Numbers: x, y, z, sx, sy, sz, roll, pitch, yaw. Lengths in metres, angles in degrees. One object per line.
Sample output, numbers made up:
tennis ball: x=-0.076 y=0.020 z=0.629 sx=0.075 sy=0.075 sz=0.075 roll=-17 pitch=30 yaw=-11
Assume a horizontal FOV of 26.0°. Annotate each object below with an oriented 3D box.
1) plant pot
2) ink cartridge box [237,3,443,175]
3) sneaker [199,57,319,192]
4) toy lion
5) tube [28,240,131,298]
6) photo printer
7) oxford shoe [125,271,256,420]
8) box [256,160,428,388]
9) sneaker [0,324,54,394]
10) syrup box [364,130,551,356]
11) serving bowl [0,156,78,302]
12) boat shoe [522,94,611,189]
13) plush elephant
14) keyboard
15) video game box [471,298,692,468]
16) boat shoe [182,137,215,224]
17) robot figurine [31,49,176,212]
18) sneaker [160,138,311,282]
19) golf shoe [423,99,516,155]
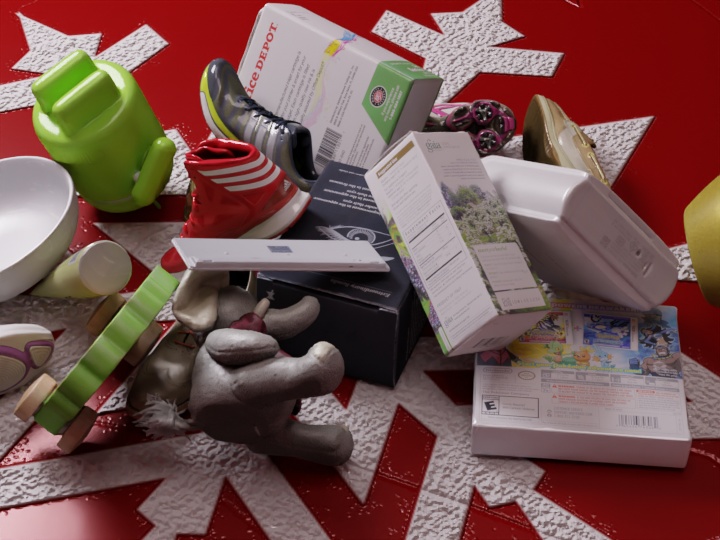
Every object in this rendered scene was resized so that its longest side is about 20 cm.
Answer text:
plant pot: x=0.404 y=-0.030 z=1.545 sx=0.141 sy=0.200 sz=0.200 roll=-16 pitch=36 yaw=21
ink cartridge box: x=-0.032 y=-0.185 z=1.697 sx=0.200 sy=0.145 sz=0.084 roll=30 pitch=20 yaw=21
sneaker: x=-0.097 y=-0.144 z=1.650 sx=0.200 sy=0.081 sz=0.074 roll=58 pitch=28 yaw=5
toy lion: x=-0.221 y=0.064 z=1.395 sx=0.069 sy=0.192 sz=0.200 roll=39 pitch=45 yaw=-6
tube: x=-0.267 y=0.005 z=1.509 sx=0.058 sy=0.200 sz=0.052 roll=25 pitch=77 yaw=-19
photo printer: x=0.193 y=-0.040 z=1.520 sx=0.070 sy=0.166 sz=0.200 roll=-55 pitch=30 yaw=-10
oxford shoe: x=-0.162 y=0.063 z=1.488 sx=0.070 sy=0.075 sz=0.200 roll=18 pitch=44 yaw=18
box: x=0.000 y=0.000 z=1.542 sx=0.147 sy=0.105 sz=0.200 roll=15 pitch=43 yaw=15
sneaker: x=-0.391 y=0.076 z=1.469 sx=0.199 sy=0.075 sz=0.100 roll=-14 pitch=44 yaw=-16
syrup box: x=0.089 y=-0.028 z=1.455 sx=0.079 sy=0.081 sz=0.201 roll=-5 pitch=62 yaw=-44
serving bowl: x=-0.371 y=-0.028 z=1.580 sx=0.199 sy=0.066 sz=0.201 roll=-14 pitch=39 yaw=11
boat shoe: x=0.228 y=-0.122 z=1.721 sx=0.066 sy=0.074 sz=0.200 roll=5 pitch=41 yaw=-15
plush elephant: x=-0.097 y=0.076 z=1.404 sx=0.199 sy=0.165 sz=0.155 roll=-4 pitch=52 yaw=11
keyboard: x=-0.071 y=-0.014 z=1.425 sx=0.199 sy=0.011 sz=0.056 roll=1 pitch=23 yaw=-27
video game box: x=0.204 y=0.101 z=1.475 sx=0.199 sy=0.047 sz=0.183 roll=4 pitch=43 yaw=3
boat shoe: x=-0.143 y=-0.109 z=1.692 sx=0.072 sy=0.068 sz=0.200 roll=3 pitch=40 yaw=6
robot figurine: x=-0.268 y=-0.139 z=1.636 sx=0.116 sy=0.200 sz=0.175 roll=-42 pitch=55 yaw=-12
sneaker: x=-0.150 y=-0.068 z=1.545 sx=0.200 sy=0.116 sz=0.078 roll=-28 pitch=21 yaw=33
golf shoe: x=0.077 y=-0.153 z=1.761 sx=0.199 sy=0.073 sz=0.092 roll=-1 pitch=5 yaw=8
